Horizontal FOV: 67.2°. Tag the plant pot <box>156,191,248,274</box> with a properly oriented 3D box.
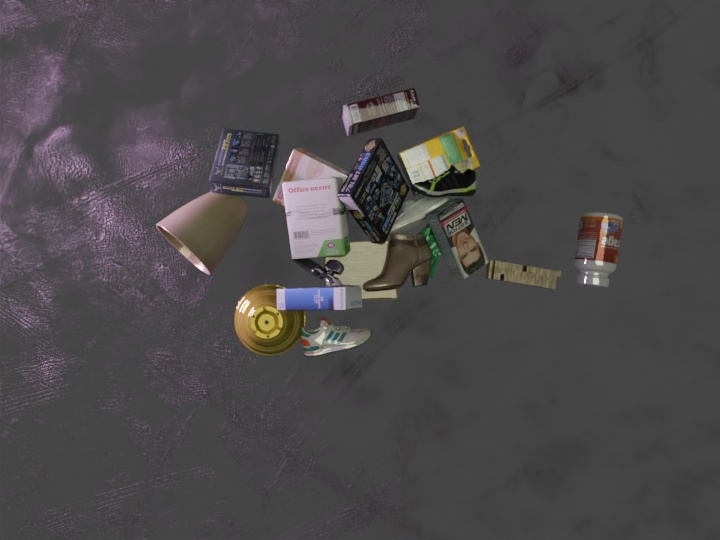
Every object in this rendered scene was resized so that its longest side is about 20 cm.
[{"bbox_3d":[-0.402,-0.125,1.447,0.187,0.187,0.200,41,73,-2],"label":"plant pot"}]

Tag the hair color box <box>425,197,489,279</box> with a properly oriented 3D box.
[{"bbox_3d":[0.267,-0.087,1.491,0.099,0.061,0.200,-32,107,-20],"label":"hair color box"}]

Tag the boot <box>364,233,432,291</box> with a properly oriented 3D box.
[{"bbox_3d":[0.098,-0.025,1.446,0.200,0.070,0.146,-6,85,-19],"label":"boot"}]

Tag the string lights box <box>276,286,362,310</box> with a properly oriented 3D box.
[{"bbox_3d":[-0.107,0.073,1.415,0.200,0.103,0.059,-2,88,24],"label":"string lights box"}]

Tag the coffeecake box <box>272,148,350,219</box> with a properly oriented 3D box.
[{"bbox_3d":[-0.113,-0.218,1.470,0.200,0.073,0.154,28,108,3],"label":"coffeecake box"}]

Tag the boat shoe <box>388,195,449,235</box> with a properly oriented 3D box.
[{"bbox_3d":[0.153,-0.169,1.519,0.200,0.072,0.069,-31,78,-2],"label":"boat shoe"}]

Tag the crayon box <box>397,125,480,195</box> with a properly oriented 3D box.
[{"bbox_3d":[0.220,-0.308,1.530,0.200,0.052,0.126,-23,91,-2],"label":"crayon box"}]

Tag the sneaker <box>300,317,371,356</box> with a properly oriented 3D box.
[{"bbox_3d":[-0.071,0.173,1.501,0.200,0.070,0.094,-13,96,0],"label":"sneaker"}]

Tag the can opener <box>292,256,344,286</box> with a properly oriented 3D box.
[{"bbox_3d":[-0.108,-0.008,1.451,0.067,0.200,0.053,-56,132,-10],"label":"can opener"}]

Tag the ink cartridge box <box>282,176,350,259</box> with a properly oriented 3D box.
[{"bbox_3d":[-0.111,-0.138,1.406,0.146,0.084,0.200,-3,101,12],"label":"ink cartridge box"}]

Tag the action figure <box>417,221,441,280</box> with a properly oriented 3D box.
[{"bbox_3d":[0.200,-0.086,1.526,0.118,0.055,0.200,32,85,-1],"label":"action figure"}]

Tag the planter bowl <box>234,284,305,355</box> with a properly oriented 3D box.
[{"bbox_3d":[-0.252,0.139,1.486,0.200,0.083,0.201,0,90,-4],"label":"planter bowl"}]

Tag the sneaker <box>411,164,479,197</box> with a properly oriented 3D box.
[{"bbox_3d":[0.229,-0.247,1.473,0.200,0.072,0.083,-5,111,-23],"label":"sneaker"}]

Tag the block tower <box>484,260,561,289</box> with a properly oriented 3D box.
[{"bbox_3d":[0.460,0.013,1.539,0.200,0.054,0.058,8,90,-2],"label":"block tower"}]

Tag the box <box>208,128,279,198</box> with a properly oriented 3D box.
[{"bbox_3d":[-0.308,-0.290,1.456,0.157,0.051,0.200,5,56,-4],"label":"box"}]

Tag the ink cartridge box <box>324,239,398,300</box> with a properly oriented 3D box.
[{"bbox_3d":[0.000,0.000,1.504,0.200,0.075,0.165,-2,91,-4],"label":"ink cartridge box"}]

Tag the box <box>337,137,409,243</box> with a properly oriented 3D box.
[{"bbox_3d":[0.042,-0.208,1.430,0.050,0.199,0.200,7,60,35],"label":"box"}]

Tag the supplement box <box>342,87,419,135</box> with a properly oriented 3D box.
[{"bbox_3d":[0.054,-0.436,1.494,0.200,0.109,0.061,-15,90,-4],"label":"supplement box"}]

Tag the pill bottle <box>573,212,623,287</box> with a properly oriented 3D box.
[{"bbox_3d":[0.664,-0.057,1.521,0.112,0.112,0.200,8,89,-3],"label":"pill bottle"}]
